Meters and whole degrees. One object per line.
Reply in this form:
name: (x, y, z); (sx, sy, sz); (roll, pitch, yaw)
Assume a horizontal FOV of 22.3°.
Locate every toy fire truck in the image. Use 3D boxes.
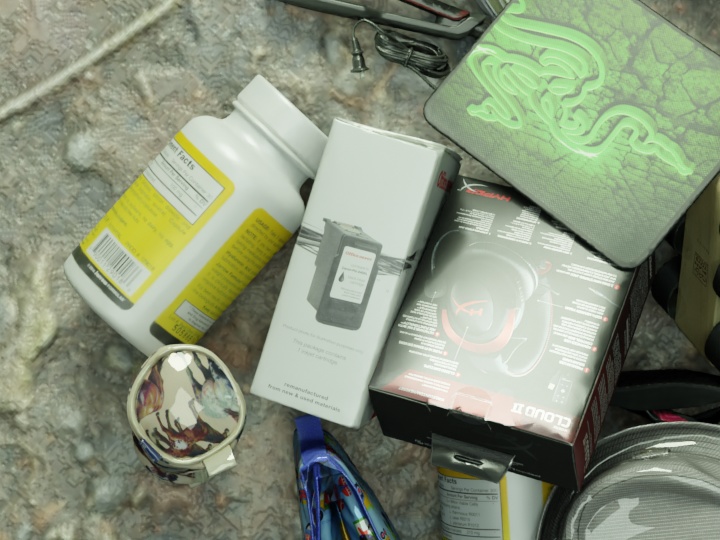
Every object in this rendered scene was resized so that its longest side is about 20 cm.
toy fire truck: (0.313, -0.044, 1.320); (0.198, 0.129, 0.177); (-20, 134, -17)

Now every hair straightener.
hair straightener: (0.018, -0.176, 1.347); (0.198, 0.041, 0.078); (20, 93, -8)

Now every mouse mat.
mouse mat: (0.161, -0.114, 1.257); (0.200, 0.008, 0.161); (38, 85, 23)

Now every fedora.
fedora: (0.214, 0.183, 1.226); (0.198, 0.090, 0.179); (1, 75, 11)

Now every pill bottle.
pill bottle: (-0.110, -0.039, 1.308); (0.111, 0.111, 0.200); (43, 92, -4)
pill bottle: (0.110, 0.173, 1.333); (0.103, 0.104, 0.202); (-4, 93, -2)

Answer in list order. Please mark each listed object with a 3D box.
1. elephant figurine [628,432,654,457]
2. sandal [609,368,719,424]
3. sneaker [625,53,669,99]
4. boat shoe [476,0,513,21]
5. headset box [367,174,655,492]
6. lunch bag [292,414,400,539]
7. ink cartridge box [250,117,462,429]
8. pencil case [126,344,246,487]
elephant figurine: (0.276, 0.221, 1.344); (0.198, 0.156, 0.143); (5, 54, -13)
sandal: (0.219, 0.099, 1.327); (0.198, 0.075, 0.046); (2, 96, -28)
sneaker: (0.176, -0.069, 1.324); (0.077, 0.073, 0.201); (25, 112, 1)
boat shoe: (0.150, -0.163, 1.335); (0.200, 0.062, 0.072); (45, 91, -5)
headset box: (0.103, 0.049, 1.244); (0.147, 0.075, 0.201); (14, 62, 19)
lunch bag: (-0.005, 0.198, 1.306); (0.093, 0.151, 0.202); (-17, 94, -1)
ink cartridge box: (0.000, 0.000, 1.295); (0.083, 0.145, 0.202); (17, 92, 8)
pencil case: (-0.122, 0.108, 1.280); (0.077, 0.200, 0.090); (-15, 82, -8)
